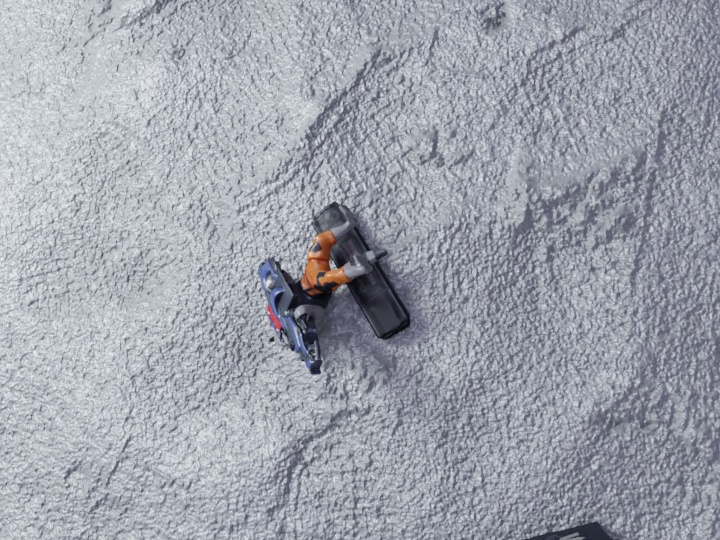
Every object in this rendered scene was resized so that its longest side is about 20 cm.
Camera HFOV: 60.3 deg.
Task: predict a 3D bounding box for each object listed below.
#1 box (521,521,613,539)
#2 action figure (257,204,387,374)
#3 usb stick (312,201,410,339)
[{"bbox_3d":[0.209,0.381,0.683,0.196,0.197,0.120,-16,80,5],"label":"box"},{"bbox_3d":[-0.050,0.042,0.805,0.194,0.104,0.202,-48,48,24],"label":"action figure"},{"bbox_3d":[0.000,0.000,0.853,0.055,0.033,0.202,-33,79,11],"label":"usb stick"}]
